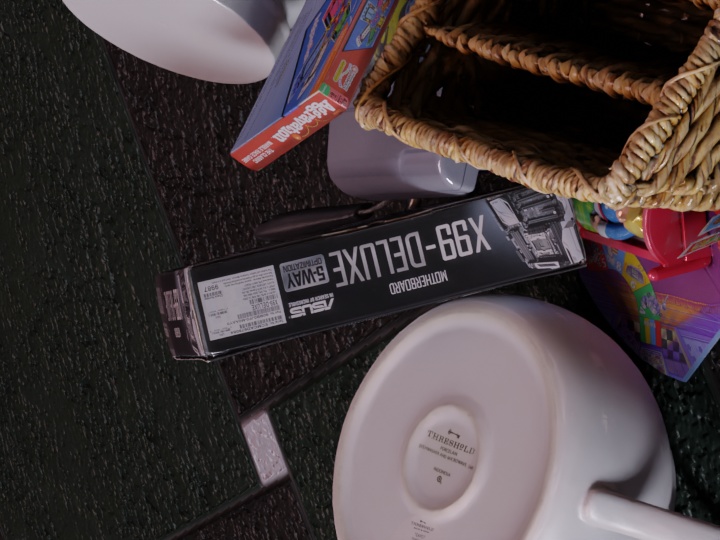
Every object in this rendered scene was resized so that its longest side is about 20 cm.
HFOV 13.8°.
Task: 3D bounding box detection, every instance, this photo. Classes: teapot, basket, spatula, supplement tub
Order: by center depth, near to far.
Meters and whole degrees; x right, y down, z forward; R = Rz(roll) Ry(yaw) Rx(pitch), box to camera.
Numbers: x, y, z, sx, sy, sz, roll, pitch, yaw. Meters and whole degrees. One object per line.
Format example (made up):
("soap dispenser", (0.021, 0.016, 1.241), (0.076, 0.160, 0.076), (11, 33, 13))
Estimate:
("basket", (0.114, -0.113, 1.339), (0.200, 0.149, 0.143), (24, 109, 52))
("teapot", (0.095, 0.112, 1.536), (0.197, 0.146, 0.200), (-41, 47, 31))
("supplement tub", (-0.065, -0.214, 1.553), (0.145, 0.144, 0.200), (-15, 49, 62))
("spatula", (0.011, -0.041, 1.594), (0.200, 0.056, 0.021), (-19, 95, 44))

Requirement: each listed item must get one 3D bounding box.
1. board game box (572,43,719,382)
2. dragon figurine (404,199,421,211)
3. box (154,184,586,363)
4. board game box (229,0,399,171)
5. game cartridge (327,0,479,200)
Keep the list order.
("board game box", (0.134, -0.037, 1.482), (0.158, 0.039, 0.200), (61, 149, 22))
("dragon figurine", (0.007, -0.119, 1.649), (0.099, 0.059, 0.201), (25, 125, 55))
("box", (0.000, 0.000, 1.536), (0.158, 0.199, 0.050), (169, 87, -80))
("board game box", (0.003, -0.146, 1.456), (0.019, 0.200, 0.103), (32, 153, -14))
("game cartridge", (0.038, -0.135, 1.521), (0.133, 0.041, 0.201), (-4, 72, 65))
